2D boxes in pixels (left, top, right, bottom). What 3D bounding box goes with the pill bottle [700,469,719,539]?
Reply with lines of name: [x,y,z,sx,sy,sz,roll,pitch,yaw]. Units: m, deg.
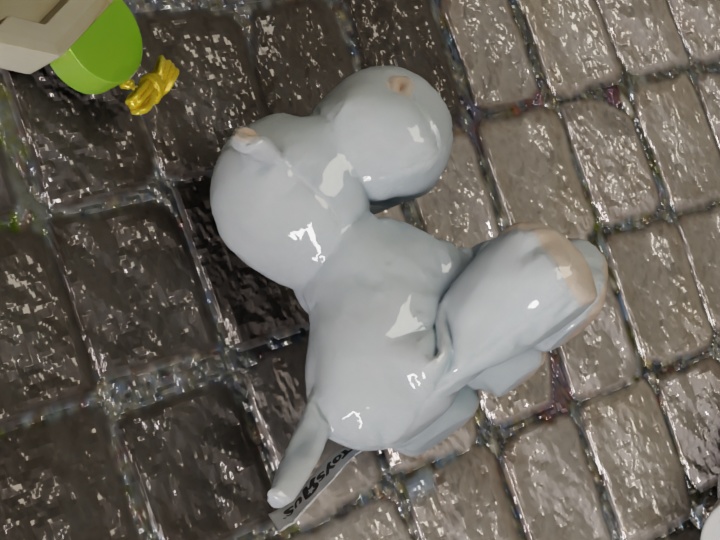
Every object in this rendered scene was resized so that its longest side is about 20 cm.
pill bottle: [0.277,0.117,1.232,0.117,0.116,0.200,59,40,-11]

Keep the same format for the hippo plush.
hippo plush: [0.000,0.000,0.983,0.199,0.159,0.161,-33,79,-9]

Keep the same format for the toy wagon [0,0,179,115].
toy wagon: [-0.156,-0.147,0.917,0.201,0.039,0.156,53,42,-19]
